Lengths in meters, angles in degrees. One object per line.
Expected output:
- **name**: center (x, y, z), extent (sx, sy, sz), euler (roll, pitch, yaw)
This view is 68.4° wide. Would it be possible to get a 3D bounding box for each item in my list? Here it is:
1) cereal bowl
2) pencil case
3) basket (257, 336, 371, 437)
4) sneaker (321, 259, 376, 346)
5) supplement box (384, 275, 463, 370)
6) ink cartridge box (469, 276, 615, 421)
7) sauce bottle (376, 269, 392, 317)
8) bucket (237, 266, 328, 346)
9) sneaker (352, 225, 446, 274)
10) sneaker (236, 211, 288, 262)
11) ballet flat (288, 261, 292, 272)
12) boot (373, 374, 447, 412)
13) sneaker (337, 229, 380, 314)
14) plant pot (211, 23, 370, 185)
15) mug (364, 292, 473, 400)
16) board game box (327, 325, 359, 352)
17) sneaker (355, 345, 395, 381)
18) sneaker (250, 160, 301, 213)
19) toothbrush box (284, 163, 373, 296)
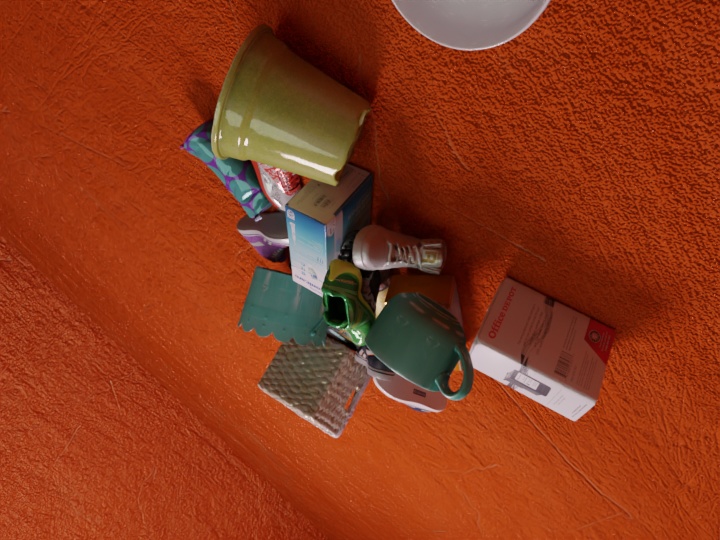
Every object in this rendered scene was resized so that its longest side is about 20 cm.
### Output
- **cereal bowl**: center (0.118, -0.335, 0.527), extent (0.198, 0.084, 0.201), euler (24, 145, 18)
- **pencil case**: center (-0.243, -0.192, 1.018), extent (0.092, 0.085, 0.200), euler (-34, 108, 25)
- **basket**: center (-0.107, 0.265, 1.299), extent (0.198, 0.200, 0.161), euler (22, 164, 31)
- **sneaker**: center (-0.029, 0.067, 0.885), extent (0.073, 0.084, 0.201), euler (17, 146, 29)
- **supplement box**: center (0.130, 0.105, 1.028), extent (0.124, 0.074, 0.201), euler (-1, 134, 20)
- **ink cartridge box**: center (0.291, 0.124, 0.868), extent (0.198, 0.146, 0.084), euler (27, 146, 13)
- **sauce bottle**: center (0.059, 0.080, 1.099), extent (0.065, 0.066, 0.201), euler (10, 141, 33)
- **bucket**: center (-0.155, 0.076, 1.150), extent (0.204, 0.137, 0.207), euler (14, 179, 0)
- **sneaker**: center (0.076, -0.033, 0.866), extent (0.114, 0.199, 0.075), euler (8, 98, 29)
- **sneaker**: center (-0.169, -0.063, 1.130), extent (0.199, 0.073, 0.115), euler (14, 146, 46)
- **ballet flat**: center (-0.097, -0.036, 1.102), extent (0.068, 0.069, 0.200), euler (29, 157, -7)
- **boot**: center (0.105, 0.297, 1.285), extent (0.198, 0.073, 0.090), euler (28, 151, -12)
- **sneaker**: center (0.000, 0.000, 0.952), extent (0.066, 0.091, 0.202), euler (3, 130, 11)
- **plant pot**: center (-0.090, -0.222, 0.778), extent (0.182, 0.202, 0.201), euler (23, 146, -3)
- **mug**: center (0.112, 0.116, 0.878), extent (0.184, 0.115, 0.152), euler (32, -173, 6)
- **board game box**: center (0.024, 0.164, 1.219), extent (0.199, 0.028, 0.135), euler (38, 146, -26)
- **sneaker**: center (0.040, 0.171, 1.119), extent (0.077, 0.080, 0.200), euler (13, 180, -12)
- **sneaker**: center (-0.134, -0.184, 0.947), extent (0.107, 0.067, 0.203), euler (5, 132, 42)
- **toothbrush box**: center (-0.053, -0.071, 0.937), extent (0.085, 0.147, 0.201), euler (28, 145, 17)
